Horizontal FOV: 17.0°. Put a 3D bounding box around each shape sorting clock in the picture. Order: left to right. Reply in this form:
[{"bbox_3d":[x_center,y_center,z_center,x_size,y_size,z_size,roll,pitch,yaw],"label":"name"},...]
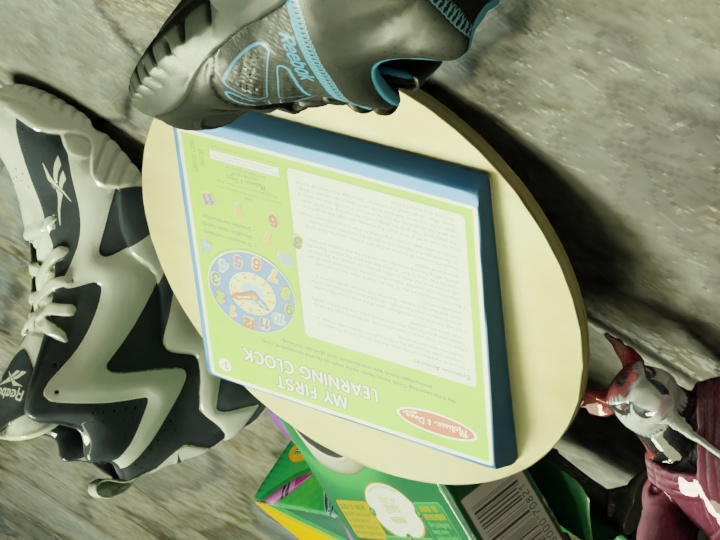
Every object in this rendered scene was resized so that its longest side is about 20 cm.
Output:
[{"bbox_3d":[0.000,0.000,0.925,0.200,0.039,0.200,21,131,26],"label":"shape sorting clock"}]

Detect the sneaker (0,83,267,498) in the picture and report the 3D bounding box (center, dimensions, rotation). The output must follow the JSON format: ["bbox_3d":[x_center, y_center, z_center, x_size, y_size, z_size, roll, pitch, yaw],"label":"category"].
[{"bbox_3d":[-0.145,0.020,1.139,0.199,0.130,0.079,56,160,-14],"label":"sneaker"}]

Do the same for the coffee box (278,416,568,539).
[{"bbox_3d":[0.009,0.059,1.040,0.200,0.044,0.123,59,156,-9],"label":"coffee box"}]

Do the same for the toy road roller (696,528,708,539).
[{"bbox_3d":[0.163,0.207,1.010,0.146,0.200,0.123,30,144,20],"label":"toy road roller"}]

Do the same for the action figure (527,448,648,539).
[{"bbox_3d":[0.054,0.076,1.104,0.200,0.055,0.118,26,164,36],"label":"action figure"}]

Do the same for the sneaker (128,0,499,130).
[{"bbox_3d":[-0.020,-0.074,0.784,0.082,0.073,0.200,35,165,-7],"label":"sneaker"}]

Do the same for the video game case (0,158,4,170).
[{"bbox_3d":[-0.297,-0.127,1.260,0.182,0.024,0.200,15,155,47],"label":"video game case"}]

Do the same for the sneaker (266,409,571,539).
[{"bbox_3d":[0.019,0.126,1.214,0.200,0.088,0.081,41,-156,-21],"label":"sneaker"}]

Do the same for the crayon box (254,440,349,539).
[{"bbox_3d":[0.048,0.169,1.371,0.200,0.058,0.119,41,162,-22],"label":"crayon box"}]

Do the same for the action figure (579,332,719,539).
[{"bbox_3d":[0.168,0.090,0.909,0.200,0.134,0.149,45,-152,8],"label":"action figure"}]
